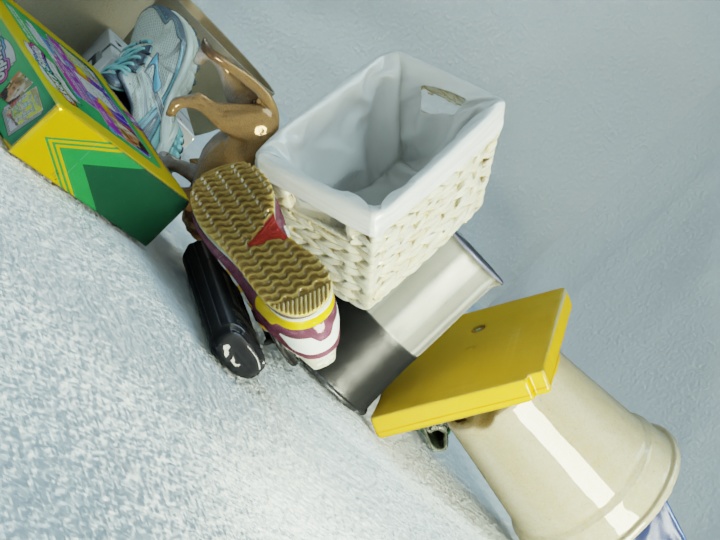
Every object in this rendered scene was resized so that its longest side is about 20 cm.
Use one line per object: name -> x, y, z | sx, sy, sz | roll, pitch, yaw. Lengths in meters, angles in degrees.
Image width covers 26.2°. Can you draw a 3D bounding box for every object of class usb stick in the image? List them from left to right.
usb stick -> -0.112, 0.029, 1.249 | 0.056, 0.033, 0.200 | 53, 2, -25

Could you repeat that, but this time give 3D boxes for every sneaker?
sneaker -> -0.202, -0.170, 1.411 | 0.086, 0.077, 0.201 | 29, 49, -39
sneaker -> -0.079, -0.003, 1.250 | 0.090, 0.075, 0.200 | 80, -17, -46
sneaker -> 0.076, 0.155, 1.689 | 0.200, 0.076, 0.089 | 71, 19, -75

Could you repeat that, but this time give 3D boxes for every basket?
basket -> 0.018, -0.078, 1.346 | 0.135, 0.200, 0.124 | 28, -40, 25

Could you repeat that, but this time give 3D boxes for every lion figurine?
lion figurine -> -0.113, -0.096, 1.327 | 0.122, 0.200, 0.073 | 24, 39, -1

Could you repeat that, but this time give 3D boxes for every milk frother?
milk frother -> 0.007, 0.016, 1.423 | 0.181, 0.188, 0.200 | 45, 6, -5

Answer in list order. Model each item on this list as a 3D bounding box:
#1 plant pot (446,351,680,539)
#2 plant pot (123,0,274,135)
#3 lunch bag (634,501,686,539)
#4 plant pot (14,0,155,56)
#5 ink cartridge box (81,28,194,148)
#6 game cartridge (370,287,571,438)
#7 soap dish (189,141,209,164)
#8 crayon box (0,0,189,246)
plant pot -> 0.191, 0.172, 1.579 | 0.184, 0.200, 0.201 | 48, 5, -19
plant pot -> -0.215, -0.230, 1.783 | 0.200, 0.134, 0.200 | 46, 6, -6
lunch bag -> 0.323, 0.331, 1.885 | 0.136, 0.132, 0.200 | 62, 5, 0
plant pot -> -0.320, -0.341, 1.574 | 0.200, 0.200, 0.177 | 47, 16, 11
ink cartridge box -> -0.228, -0.161, 1.538 | 0.116, 0.067, 0.200 | 44, 6, -21
game cartridge -> 0.113, 0.090, 1.517 | 0.033, 0.176, 0.200 | 67, 22, -18
soap dish -> -0.063, -0.079, 1.638 | 0.199, 0.082, 0.157 | 0, 18, -31
crayon box -> -0.245, -0.132, 1.252 | 0.172, 0.058, 0.200 | 38, 11, -51
